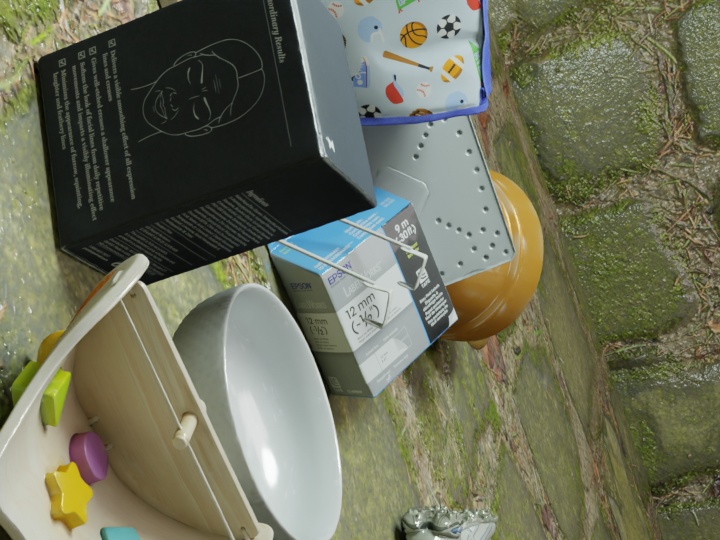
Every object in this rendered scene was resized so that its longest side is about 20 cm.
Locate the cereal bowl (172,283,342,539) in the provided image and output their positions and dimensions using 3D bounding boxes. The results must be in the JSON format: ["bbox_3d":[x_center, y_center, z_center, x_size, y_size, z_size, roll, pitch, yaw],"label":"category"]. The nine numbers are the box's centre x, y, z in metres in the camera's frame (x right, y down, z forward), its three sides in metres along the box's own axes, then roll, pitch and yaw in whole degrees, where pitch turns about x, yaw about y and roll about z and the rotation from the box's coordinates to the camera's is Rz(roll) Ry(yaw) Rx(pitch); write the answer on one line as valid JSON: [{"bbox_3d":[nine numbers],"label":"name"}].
[{"bbox_3d":[-0.089,0.115,1.048,0.200,0.082,0.203,-17,90,-75],"label":"cereal bowl"}]

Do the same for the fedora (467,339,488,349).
[{"bbox_3d":[0.110,0.009,1.834,0.200,0.081,0.203,-13,90,-71],"label":"fedora"}]

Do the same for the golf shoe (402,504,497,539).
[{"bbox_3d":[0.092,0.300,1.528,0.200,0.077,0.099,15,76,-65],"label":"golf shoe"}]

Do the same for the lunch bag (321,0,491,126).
[{"bbox_3d":[0.024,-0.230,1.355,0.124,0.197,0.172,-65,153,-62],"label":"lunch bag"}]

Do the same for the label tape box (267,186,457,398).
[{"bbox_3d":[0.000,0.000,1.384,0.143,0.066,0.202,-39,117,-37],"label":"label tape box"}]

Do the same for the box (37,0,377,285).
[{"bbox_3d":[-0.107,-0.096,0.994,0.107,0.198,0.150,36,40,-63],"label":"box"}]

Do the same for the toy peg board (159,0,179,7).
[{"bbox_3d":[-0.116,-0.281,1.340,0.200,0.097,0.201,-50,121,-71],"label":"toy peg board"}]

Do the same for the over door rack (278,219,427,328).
[{"bbox_3d":[-0.031,-0.046,1.266,0.199,0.067,0.148,35,20,6],"label":"over door rack"}]

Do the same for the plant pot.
[{"bbox_3d":[0.076,-0.027,1.600,0.182,0.199,0.203,9,63,-54],"label":"plant pot"}]

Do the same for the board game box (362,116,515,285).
[{"bbox_3d":[0.035,-0.073,1.465,0.026,0.198,0.202,-97,167,-79],"label":"board game box"}]

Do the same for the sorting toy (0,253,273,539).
[{"bbox_3d":[-0.154,0.127,0.809,0.202,0.106,0.180,68,24,-19],"label":"sorting toy"}]
